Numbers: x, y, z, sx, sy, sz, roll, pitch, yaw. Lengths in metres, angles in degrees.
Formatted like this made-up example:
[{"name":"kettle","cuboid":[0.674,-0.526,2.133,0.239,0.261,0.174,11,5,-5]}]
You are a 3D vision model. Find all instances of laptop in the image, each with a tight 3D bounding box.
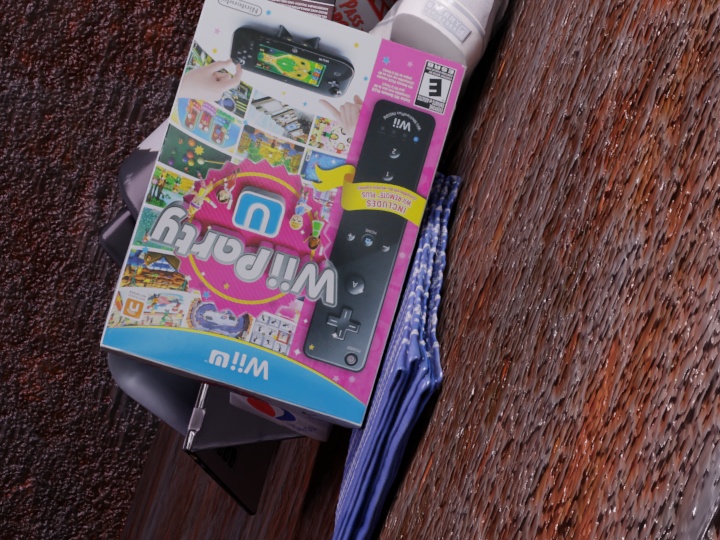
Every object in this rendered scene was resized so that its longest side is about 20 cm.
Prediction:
[{"name":"laptop","cuboid":[-0.029,0.044,1.465,0.200,0.115,0.189,56,-134,-60]}]

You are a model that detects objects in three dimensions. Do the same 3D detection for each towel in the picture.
[{"name":"towel","cuboid":[0.021,0.053,1.238,0.200,0.024,0.146,-78,7,-58]}]

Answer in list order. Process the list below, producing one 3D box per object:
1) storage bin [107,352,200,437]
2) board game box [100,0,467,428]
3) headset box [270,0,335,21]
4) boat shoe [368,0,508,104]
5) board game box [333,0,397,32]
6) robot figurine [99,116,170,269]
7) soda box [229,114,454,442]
[{"name":"storage bin","cuboid":[-0.088,0.021,1.833,0.134,0.145,0.201,-36,-26,-50]},{"name":"board game box","cuboid":[-0.041,-0.032,1.236,0.064,0.146,0.202,151,136,-83]},{"name":"headset box","cuboid":[-0.060,-0.123,1.379,0.149,0.074,0.202,171,108,-85]},{"name":"boat shoe","cuboid":[0.047,-0.145,1.359,0.069,0.072,0.200,-51,-4,-9]},{"name":"board game box","cuboid":[0.003,-0.224,1.610,0.046,0.152,0.201,-19,35,23]},{"name":"robot figurine","cuboid":[-0.087,-0.067,1.587,0.200,0.125,0.151,-42,42,14]},{"name":"soda box","cuboid":[-0.010,-0.009,1.327,0.068,0.063,0.201,98,-167,-72]}]
